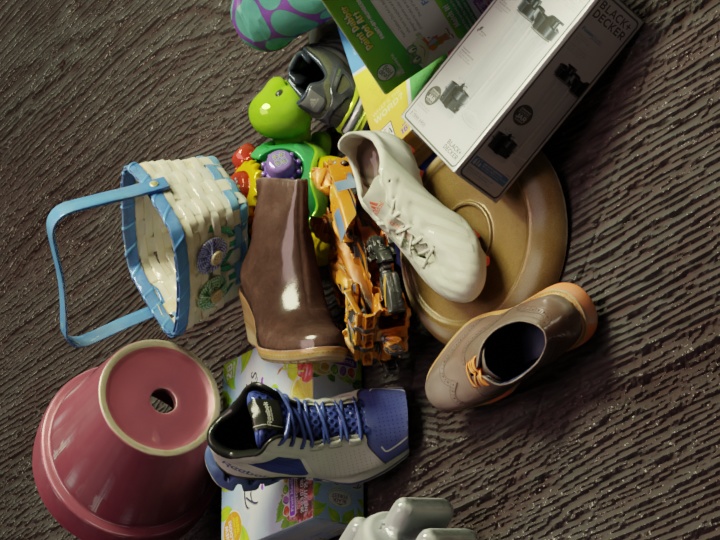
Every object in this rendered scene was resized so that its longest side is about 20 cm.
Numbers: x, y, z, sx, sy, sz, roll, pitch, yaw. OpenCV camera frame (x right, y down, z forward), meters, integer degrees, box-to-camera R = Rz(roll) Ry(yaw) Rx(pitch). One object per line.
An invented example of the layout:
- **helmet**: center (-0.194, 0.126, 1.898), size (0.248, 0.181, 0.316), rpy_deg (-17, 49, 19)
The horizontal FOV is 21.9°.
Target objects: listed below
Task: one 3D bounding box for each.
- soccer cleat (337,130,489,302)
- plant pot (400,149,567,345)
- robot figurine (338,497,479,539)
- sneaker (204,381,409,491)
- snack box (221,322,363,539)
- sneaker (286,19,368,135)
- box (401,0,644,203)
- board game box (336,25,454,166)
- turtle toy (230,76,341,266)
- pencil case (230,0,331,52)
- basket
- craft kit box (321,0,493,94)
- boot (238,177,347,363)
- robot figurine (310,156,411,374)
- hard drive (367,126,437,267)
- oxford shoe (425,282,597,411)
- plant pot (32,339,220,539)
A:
- **soccer cleat**: center (0.042, -0.047, 1.634), size (0.070, 0.077, 0.201), rpy_deg (-53, 49, 27)
- **plant pot**: center (0.100, -0.027, 1.645), size (0.199, 0.027, 0.202), rpy_deg (-9, 78, 46)
- **robot figurine**: center (0.025, 0.289, 1.600), size (0.170, 0.112, 0.201), rpy_deg (49, 120, 44)
- **sneaker**: center (-0.053, 0.148, 1.685), size (0.115, 0.197, 0.081), rpy_deg (72, -172, -68)
- **snack box**: center (-0.069, 0.169, 1.829), size (0.168, 0.067, 0.202), rpy_deg (-28, 55, 49)
- **sneaker**: center (-0.034, -0.211, 1.885), size (0.074, 0.080, 0.201), rpy_deg (-58, 25, 25)
- **box**: center (0.137, -0.172, 1.593), size (0.201, 0.060, 0.117), rpy_deg (-52, 38, 9)
- **board game box**: center (0.059, -0.212, 1.763), size (0.153, 0.040, 0.201), rpy_deg (-44, 41, 27)
- **turtle toy**: center (-0.083, -0.097, 1.914), size (0.145, 0.100, 0.202), rpy_deg (14, 91, 57)
- **pencil case**: center (-0.045, -0.280, 1.829), size (0.199, 0.092, 0.086), rpy_deg (-17, 83, 53)
- **basket**: center (-0.210, -0.021, 1.837), size (0.177, 0.198, 0.140), rpy_deg (90, 154, -44)
- **craft kit box**: center (0.055, -0.277, 1.612), size (0.197, 0.200, 0.049), rpy_deg (-34, 44, 4)
- **boot**: center (-0.065, -0.002, 1.745), size (0.200, 0.072, 0.168), rpy_deg (-164, 76, -65)
- **robot figurine**: center (0.000, 0.000, 1.734), size (0.146, 0.058, 0.201), rpy_deg (92, 165, -51)
- **hard drive**: center (0.050, -0.080, 1.774), size (0.200, 0.025, 0.133), rpy_deg (46, 117, 53)
- **oxford shoe**: center (0.109, 0.072, 1.566), size (0.200, 0.073, 0.072), rpy_deg (-39, 82, 44)
- **plant pot**: center (-0.226, 0.167, 1.913), size (0.179, 0.198, 0.202), rpy_deg (123, 146, -55)
